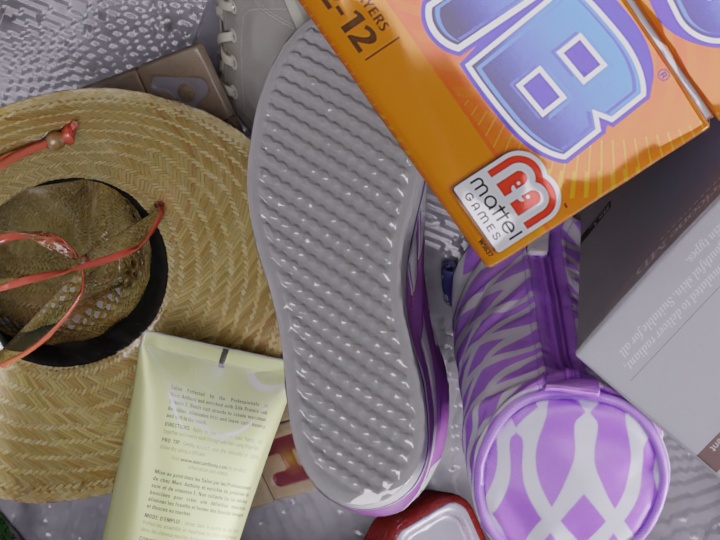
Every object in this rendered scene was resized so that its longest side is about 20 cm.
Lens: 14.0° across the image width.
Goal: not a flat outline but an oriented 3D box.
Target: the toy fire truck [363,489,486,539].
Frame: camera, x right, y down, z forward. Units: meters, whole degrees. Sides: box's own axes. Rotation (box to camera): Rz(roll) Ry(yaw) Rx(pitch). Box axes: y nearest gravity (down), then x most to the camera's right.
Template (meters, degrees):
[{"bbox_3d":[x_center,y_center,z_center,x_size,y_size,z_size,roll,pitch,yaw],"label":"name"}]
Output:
[{"bbox_3d":[0.018,0.217,1.278,0.168,0.112,0.201,-29,98,-23],"label":"toy fire truck"}]

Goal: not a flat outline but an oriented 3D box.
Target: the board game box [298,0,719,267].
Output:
[{"bbox_3d":[0.082,-0.160,1.118,0.199,0.200,0.200,-33,100,16],"label":"board game box"}]

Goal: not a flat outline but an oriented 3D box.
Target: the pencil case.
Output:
[{"bbox_3d":[0.080,0.042,1.185,0.083,0.200,0.086,6,114,-5],"label":"pencil case"}]

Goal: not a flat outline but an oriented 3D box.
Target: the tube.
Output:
[{"bbox_3d":[-0.083,0.127,1.231,0.052,0.058,0.201,17,96,16],"label":"tube"}]

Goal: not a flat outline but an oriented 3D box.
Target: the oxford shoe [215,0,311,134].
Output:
[{"bbox_3d":[-0.036,-0.102,1.220,0.057,0.075,0.201,-16,109,9],"label":"oxford shoe"}]

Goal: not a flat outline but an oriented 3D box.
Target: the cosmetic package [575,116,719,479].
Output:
[{"bbox_3d":[0.147,-0.010,1.154,0.090,0.200,0.107,40,105,-6],"label":"cosmetic package"}]

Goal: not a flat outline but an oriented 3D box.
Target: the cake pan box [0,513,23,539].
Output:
[{"bbox_3d":[-0.205,0.131,1.256,0.052,0.184,0.200,-35,98,16],"label":"cake pan box"}]

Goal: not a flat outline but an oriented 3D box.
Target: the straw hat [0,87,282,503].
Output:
[{"bbox_3d":[-0.128,-0.009,1.218,0.200,0.085,0.202,-14,124,-21],"label":"straw hat"}]

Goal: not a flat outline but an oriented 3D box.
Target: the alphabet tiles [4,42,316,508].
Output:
[{"bbox_3d":[-0.092,0.017,1.272,0.167,0.008,0.201,-18,104,31],"label":"alphabet tiles"}]

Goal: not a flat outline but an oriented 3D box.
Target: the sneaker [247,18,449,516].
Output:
[{"bbox_3d":[-0.001,0.000,1.195,0.072,0.114,0.202,-2,82,11],"label":"sneaker"}]
